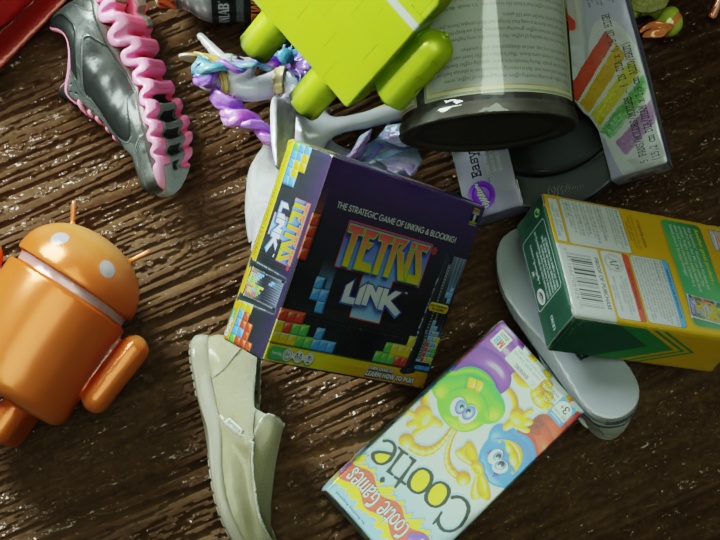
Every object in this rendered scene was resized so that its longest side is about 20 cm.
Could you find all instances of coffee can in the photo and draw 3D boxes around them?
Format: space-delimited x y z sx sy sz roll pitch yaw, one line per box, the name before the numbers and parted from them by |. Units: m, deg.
coffee can | 0.097 -0.210 1.196 0.144 0.146 0.203 -3 83 -4

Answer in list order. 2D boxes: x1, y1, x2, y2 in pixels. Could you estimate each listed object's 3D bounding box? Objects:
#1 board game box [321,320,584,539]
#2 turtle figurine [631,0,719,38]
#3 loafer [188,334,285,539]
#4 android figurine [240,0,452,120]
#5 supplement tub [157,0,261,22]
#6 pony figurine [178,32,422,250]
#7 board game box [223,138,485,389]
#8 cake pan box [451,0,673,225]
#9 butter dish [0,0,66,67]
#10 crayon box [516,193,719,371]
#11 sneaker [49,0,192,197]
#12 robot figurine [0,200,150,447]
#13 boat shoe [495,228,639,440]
board game box | 0.074 0.152 1.229 0.200 0.103 0.105 -43 86 -8
turtle figurine | 0.232 -0.258 1.316 0.200 0.064 0.162 -42 86 -8
loafer | -0.094 0.146 1.233 0.067 0.076 0.203 -14 82 1
android figurine | -0.005 -0.214 1.123 0.182 0.041 0.200 47 120 6
supplement tub | -0.078 -0.277 1.271 0.197 0.123 0.124 -2 82 -3
pony figurine | -0.047 -0.119 1.249 0.197 0.167 0.196 -5 70 -16
board game box | 0.000 0.000 1.192 0.056 0.199 0.167 25 98 42
cake pan box | 0.159 -0.152 1.275 0.182 0.052 0.203 -15 82 18
butter dish | -0.347 -0.292 1.243 0.199 0.148 0.200 43 82 4
crayon box | 0.238 0.014 1.239 0.197 0.052 0.127 8 50 -23
sneaker | -0.213 -0.152 1.280 0.094 0.079 0.202 -21 83 16
robot figurine | -0.261 0.045 1.217 0.143 0.117 0.201 24 78 44
boat shoe | 0.174 0.056 1.265 0.070 0.070 0.201 -24 62 -12
